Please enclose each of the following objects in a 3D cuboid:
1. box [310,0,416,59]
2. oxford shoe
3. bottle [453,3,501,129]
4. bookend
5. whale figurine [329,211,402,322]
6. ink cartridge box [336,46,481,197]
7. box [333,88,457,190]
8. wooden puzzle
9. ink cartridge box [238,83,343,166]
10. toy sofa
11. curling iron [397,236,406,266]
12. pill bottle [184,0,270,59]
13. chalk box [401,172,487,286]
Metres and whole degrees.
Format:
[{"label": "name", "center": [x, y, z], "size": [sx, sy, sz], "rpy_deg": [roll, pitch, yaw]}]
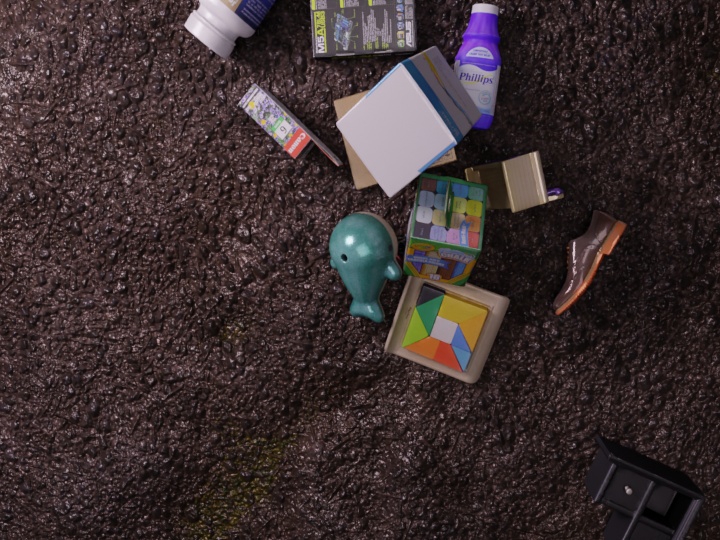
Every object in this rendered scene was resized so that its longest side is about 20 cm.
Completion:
[{"label": "box", "center": [0.004, -0.482, 1.155], "size": [0.186, 0.048, 0.207], "rpy_deg": [-2, 100, 7]}, {"label": "oxford shoe", "center": [0.401, -0.014, 1.204], "size": [0.072, 0.071, 0.203], "rpy_deg": [34, 96, 17]}, {"label": "bottle", "center": [0.205, -0.354, 1.152], "size": [0.081, 0.065, 0.207], "rpy_deg": [8, 100, 3]}, {"label": "bookend", "center": [0.508, 0.455, 1.252], "size": [0.195, 0.092, 0.204], "rpy_deg": [24, 100, 0]}, {"label": "whale figurine", "center": [0.000, 0.000, 1.194], "size": [0.155, 0.103, 0.207], "rpy_deg": [12, 112, 32]}, {"label": "ink cartridge box", "center": [0.085, -0.247, 1.068], "size": [0.145, 0.200, 0.147], "rpy_deg": [-35, 98, 32]}, {"label": "box", "center": [0.064, -0.255, 1.199], "size": [0.194, 0.021, 0.169], "rpy_deg": [-15, 98, 6]}, {"label": "wooden puzzle", "center": [0.159, 0.105, 1.229], "size": [0.194, 0.037, 0.190], "rpy_deg": [18, 111, 0]}, {"label": "ink cartridge box", "center": [-0.119, -0.240, 1.169], "size": [0.199, 0.109, 0.050], "rpy_deg": [44, 99, -4]}, {"label": "toy sofa", "center": [0.255, -0.150, 1.114], "size": [0.095, 0.200, 0.086], "rpy_deg": [-16, 97, -8]}, {"label": "curling iron", "center": [0.125, 0.021, 1.238], "size": [0.049, 0.026, 0.202], "rpy_deg": [-34, 96, 11]}, {"label": "pill bottle", "center": [-0.212, -0.477, 1.132], "size": [0.119, 0.120, 0.202], "rpy_deg": [36, 100, -3]}, {"label": "chalk box", "center": [0.145, -0.076, 1.119], "size": [0.120, 0.201, 0.129], "rpy_deg": [11, 68, 1]}]
